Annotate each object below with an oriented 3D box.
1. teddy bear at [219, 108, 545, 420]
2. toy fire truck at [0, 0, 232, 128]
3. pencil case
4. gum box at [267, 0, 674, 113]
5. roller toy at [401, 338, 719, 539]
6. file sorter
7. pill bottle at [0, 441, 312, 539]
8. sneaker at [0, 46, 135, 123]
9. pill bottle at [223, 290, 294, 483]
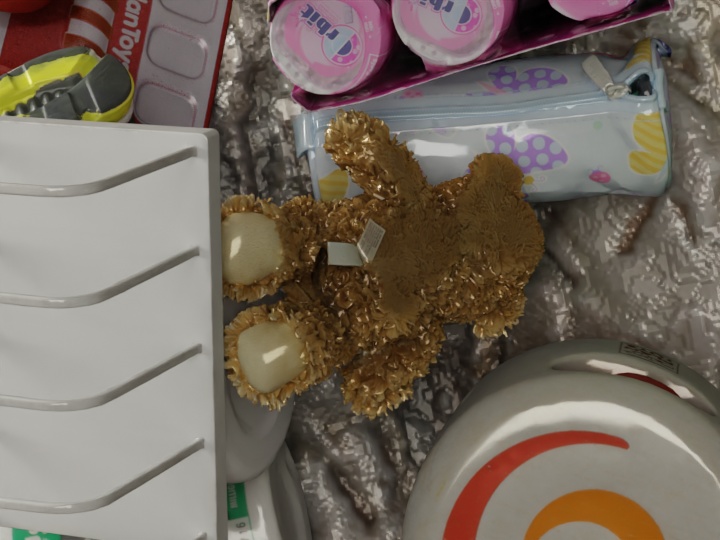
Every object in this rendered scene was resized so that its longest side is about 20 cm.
[{"bbox_3d":[0.000,0.000,1.186,0.200,0.067,0.145,-37,100,-38],"label":"teddy bear"},{"bbox_3d":[-0.144,-0.166,1.282,0.167,0.112,0.201,21,58,-20],"label":"toy fire truck"},{"bbox_3d":[0.068,-0.071,1.267,0.199,0.091,0.084,-6,88,9],"label":"pencil case"},{"bbox_3d":[0.053,-0.149,1.195,0.199,0.114,0.066,-15,113,15],"label":"gum box"},{"bbox_3d":[0.120,0.130,1.226,0.199,0.140,0.183,-27,94,12],"label":"roller toy"},{"bbox_3d":[-0.149,0.042,1.089,0.138,0.124,0.201,5,105,22],"label":"file sorter"},{"bbox_3d":[-0.130,0.152,1.273,0.199,0.113,0.114,-14,86,7],"label":"pill bottle"},{"bbox_3d":[-0.199,-0.037,1.200,0.199,0.085,0.075,-19,45,-3],"label":"sneaker"},{"bbox_3d":[-0.142,0.052,1.219,0.199,0.112,0.113,-2,87,23],"label":"pill bottle"}]
